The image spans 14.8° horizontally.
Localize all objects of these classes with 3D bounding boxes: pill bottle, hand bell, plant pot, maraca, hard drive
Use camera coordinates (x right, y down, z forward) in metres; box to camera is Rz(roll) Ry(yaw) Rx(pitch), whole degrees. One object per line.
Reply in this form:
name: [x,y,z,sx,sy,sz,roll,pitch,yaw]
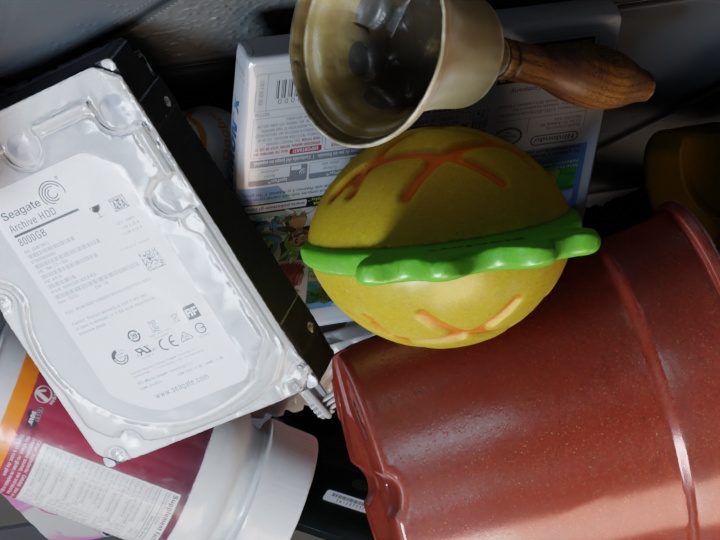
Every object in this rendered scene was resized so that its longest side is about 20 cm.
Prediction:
pill bottle: [-0.134,0.106,1.668,0.200,0.110,0.110,21,152,-10]
hand bell: [0.074,-0.102,1.346,0.200,0.104,0.104,5,154,-43]
plant pot: [0.097,0.085,1.439,0.195,0.201,0.201,-16,160,-7]
maraca: [0.043,-0.014,1.334,0.137,0.107,0.200,-12,-172,-8]
hard drive: [-0.122,-0.006,1.396,0.140,0.200,0.038,-22,-160,27]

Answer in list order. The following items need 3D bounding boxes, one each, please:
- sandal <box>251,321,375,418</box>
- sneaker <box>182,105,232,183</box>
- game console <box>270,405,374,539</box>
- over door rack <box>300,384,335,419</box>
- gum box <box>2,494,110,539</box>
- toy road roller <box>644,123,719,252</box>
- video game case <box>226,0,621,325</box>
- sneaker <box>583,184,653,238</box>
sandal: [0.005,0.041,1.754,0.202,0.050,0.082,-11,148,-35]
sneaker: [-0.129,-0.028,1.466,0.200,0.079,0.079,-36,154,29]
game console: [0.046,0.137,1.818,0.200,0.176,0.116,14,146,33]
over door rack: [0.000,0.000,1.563,0.148,0.067,0.200,-33,154,4]
gum box: [-0.175,0.118,1.833,0.113,0.066,0.200,-12,159,5]
toy road roller: [0.235,-0.015,1.516,0.146,0.200,0.123,7,-169,36]
video game case: [0.027,-0.052,1.429,0.200,0.022,0.182,-9,132,-18]
sneaker: [0.131,-0.010,1.581,0.200,0.060,0.104,-40,150,-19]
